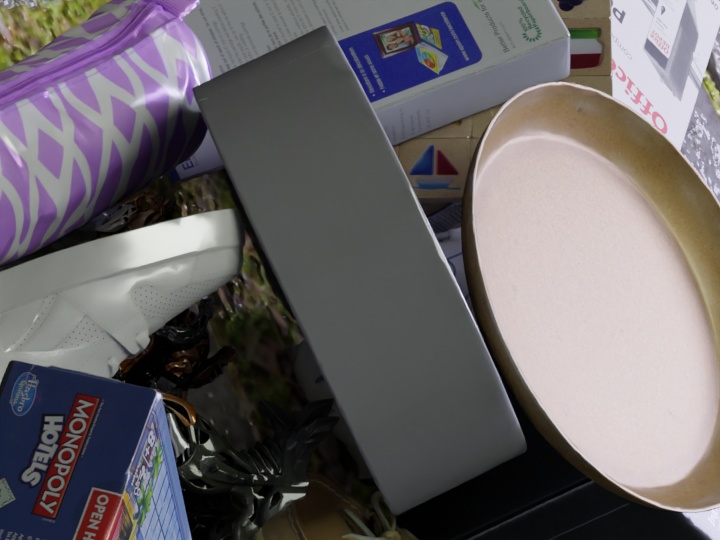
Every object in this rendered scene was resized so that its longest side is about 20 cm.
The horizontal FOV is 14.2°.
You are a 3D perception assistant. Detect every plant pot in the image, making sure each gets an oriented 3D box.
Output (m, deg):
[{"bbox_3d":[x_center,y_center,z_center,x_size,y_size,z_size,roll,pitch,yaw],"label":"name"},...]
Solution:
[{"bbox_3d":[0.110,0.014,1.268,0.200,0.027,0.201,27,50,-36],"label":"plant pot"}]

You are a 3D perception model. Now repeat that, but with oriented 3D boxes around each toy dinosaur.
[{"bbox_3d":[-0.098,0.069,1.207,0.135,0.102,0.201,26,83,-18],"label":"toy dinosaur"}]

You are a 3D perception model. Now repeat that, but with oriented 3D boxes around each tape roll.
[{"bbox_3d":[0.000,0.000,1.229,0.200,0.066,0.201,155,-90,-89],"label":"tape roll"}]

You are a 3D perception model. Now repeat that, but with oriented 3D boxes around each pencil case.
[{"bbox_3d":[-0.140,-0.057,1.219,0.200,0.084,0.086,-36,140,-56],"label":"pencil case"}]

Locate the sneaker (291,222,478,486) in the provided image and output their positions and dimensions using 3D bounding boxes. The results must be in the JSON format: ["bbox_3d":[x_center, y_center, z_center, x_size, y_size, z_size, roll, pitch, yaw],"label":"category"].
[{"bbox_3d":[0.053,0.008,1.354,0.200,0.075,0.087,-44,93,-14],"label":"sneaker"}]

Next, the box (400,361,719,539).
[{"bbox_3d":[0.139,0.136,1.372,0.200,0.148,0.107,41,41,-25],"label":"box"}]

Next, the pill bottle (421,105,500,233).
[{"bbox_3d":[0.095,-0.033,1.459,0.200,0.112,0.112,37,43,-30],"label":"pill bottle"}]

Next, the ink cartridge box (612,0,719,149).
[{"bbox_3d":[0.118,-0.144,1.580,0.147,0.083,0.200,46,39,-21],"label":"ink cartridge box"}]

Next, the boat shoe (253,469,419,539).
[{"bbox_3d":[0.026,0.153,1.295,0.200,0.063,0.073,45,41,-24],"label":"boat shoe"}]

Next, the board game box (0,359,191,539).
[{"bbox_3d":[-0.109,0.168,1.053,0.200,0.061,0.201,70,34,-60],"label":"board game box"}]

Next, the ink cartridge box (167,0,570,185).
[{"bbox_3d":[-0.011,-0.101,1.353,0.039,0.199,0.100,85,-17,-58],"label":"ink cartridge box"}]

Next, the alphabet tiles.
[{"bbox_3d":[0.020,-0.103,1.378,0.008,0.199,0.168,82,9,-59],"label":"alphabet tiles"}]

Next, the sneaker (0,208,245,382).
[{"bbox_3d":[-0.122,0.055,1.135,0.199,0.074,0.116,-22,87,-15],"label":"sneaker"}]
